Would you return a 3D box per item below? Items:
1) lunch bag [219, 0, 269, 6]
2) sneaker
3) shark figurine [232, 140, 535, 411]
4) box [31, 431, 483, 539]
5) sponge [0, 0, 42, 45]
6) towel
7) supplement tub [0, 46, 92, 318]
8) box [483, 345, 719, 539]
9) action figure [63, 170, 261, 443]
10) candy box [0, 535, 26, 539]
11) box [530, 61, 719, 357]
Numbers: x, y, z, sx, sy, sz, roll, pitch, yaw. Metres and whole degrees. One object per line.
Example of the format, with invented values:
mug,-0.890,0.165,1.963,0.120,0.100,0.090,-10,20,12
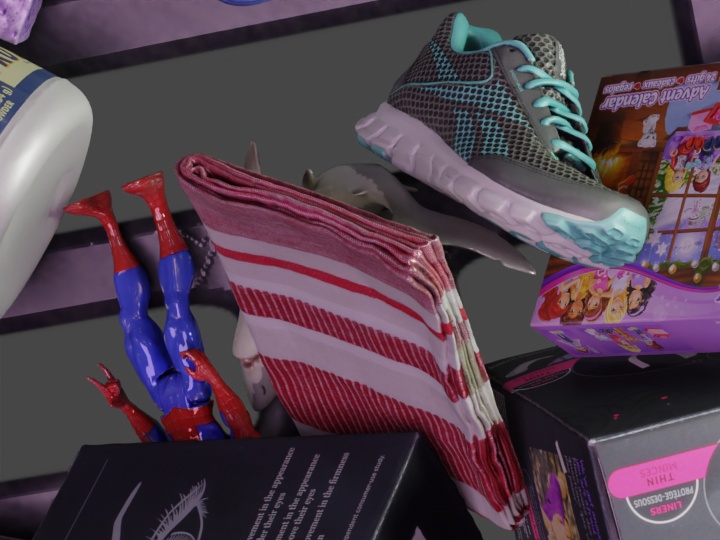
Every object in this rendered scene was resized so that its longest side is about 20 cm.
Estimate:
lunch bag,-0.036,-0.241,1.409,0.161,0.082,0.200,-22,98,12
sneaker,0.074,-0.067,1.384,0.078,0.200,0.091,26,94,-40
shark figurine,0.007,-0.018,1.439,0.089,0.214,0.128,4,71,-27
box,-0.059,0.164,1.383,0.200,0.148,0.104,-4,133,32
sponge,-0.242,-0.204,1.483,0.200,0.030,0.112,23,105,5
towel,-0.002,0.036,1.354,0.144,0.023,0.200,20,148,34
supplement tub,-0.249,-0.066,1.454,0.200,0.145,0.145,27,106,4
box,0.144,0.094,1.368,0.122,0.200,0.106,-14,100,-11
action figure,-0.095,0.054,1.487,0.065,0.052,0.200,-19,94,29
candy box,-0.168,0.234,1.478,0.136,0.200,0.061,9,140,10
box,0.179,-0.031,1.345,0.200,0.039,0.137,-4,61,45
